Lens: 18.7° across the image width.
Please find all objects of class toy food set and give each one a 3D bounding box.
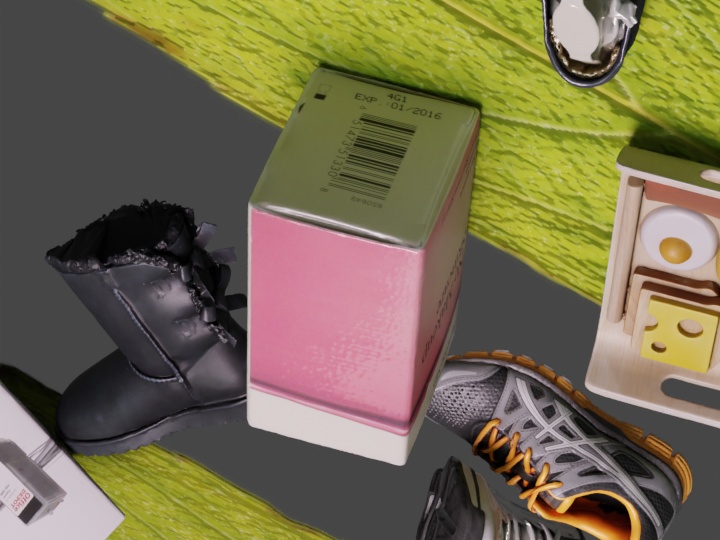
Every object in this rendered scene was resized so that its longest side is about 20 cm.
[{"bbox_3d":[0.211,0.020,1.299,0.143,0.061,0.201,14,137,11],"label":"toy food set"}]

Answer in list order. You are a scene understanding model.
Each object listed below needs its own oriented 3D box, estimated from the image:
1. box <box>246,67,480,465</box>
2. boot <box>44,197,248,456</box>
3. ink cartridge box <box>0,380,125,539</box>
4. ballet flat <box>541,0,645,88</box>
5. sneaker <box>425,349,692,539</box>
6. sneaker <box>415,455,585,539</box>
[{"bbox_3d":[0.000,0.000,1.329,0.108,0.128,0.201,14,139,10],"label":"box"},{"bbox_3d":[-0.159,0.041,1.491,0.197,0.074,0.163,-13,129,27],"label":"boot"},{"bbox_3d":[-0.278,0.121,1.578,0.200,0.083,0.147,51,169,-28],"label":"ink cartridge box"},{"bbox_3d":[0.121,-0.175,1.134,0.073,0.073,0.201,12,137,14],"label":"ballet flat"},{"bbox_3d":[0.122,0.120,1.436,0.199,0.077,0.078,26,141,1],"label":"sneaker"},{"bbox_3d":[0.103,0.174,1.462,0.115,0.076,0.201,16,179,-1],"label":"sneaker"}]
